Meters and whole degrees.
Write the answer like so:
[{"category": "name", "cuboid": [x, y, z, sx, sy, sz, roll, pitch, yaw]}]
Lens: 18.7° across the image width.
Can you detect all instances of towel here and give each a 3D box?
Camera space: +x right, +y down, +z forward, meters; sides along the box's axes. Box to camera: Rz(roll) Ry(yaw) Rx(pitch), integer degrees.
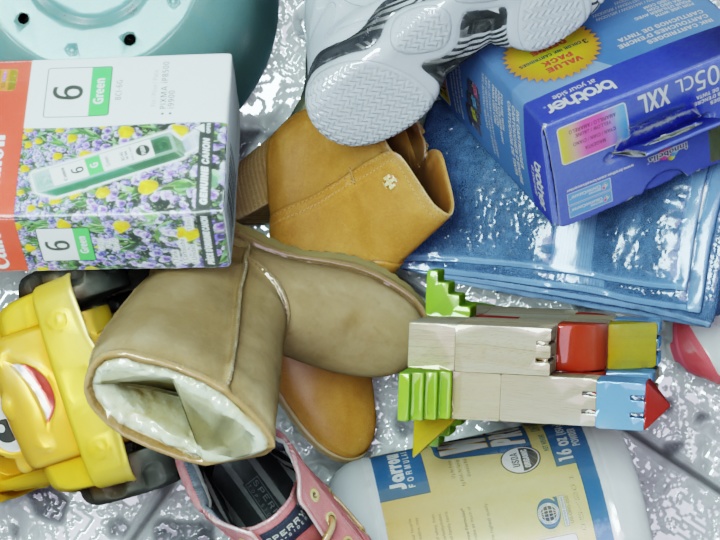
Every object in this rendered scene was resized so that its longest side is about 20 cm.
[{"category": "towel", "cuboid": [0.121, -0.037, 1.275, 0.200, 0.049, 0.112, 10, 86, 23]}]

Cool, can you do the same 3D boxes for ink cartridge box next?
[{"category": "ink cartridge box", "cuboid": [0.135, -0.108, 1.233, 0.136, 0.200, 0.076, -23, 132, -12]}, {"category": "ink cartridge box", "cuboid": [-0.166, -0.056, 1.147, 0.200, 0.050, 0.109, -1, 54, 2]}]

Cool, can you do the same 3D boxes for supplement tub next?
[{"category": "supplement tub", "cuboid": [0.062, 0.169, 1.253, 0.200, 0.145, 0.145, -11, 88, -2]}]

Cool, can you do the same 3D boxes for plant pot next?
[{"category": "plant pot", "cuboid": [-0.148, -0.165, 1.253, 0.200, 0.161, 0.201, 0, 88, -1]}]

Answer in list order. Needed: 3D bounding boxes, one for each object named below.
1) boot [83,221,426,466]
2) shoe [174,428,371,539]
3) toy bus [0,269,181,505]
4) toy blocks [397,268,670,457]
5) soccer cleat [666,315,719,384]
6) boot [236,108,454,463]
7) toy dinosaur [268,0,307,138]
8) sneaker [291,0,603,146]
[{"category": "boot", "cuboid": [-0.048, 0.047, 1.147, 0.175, 0.200, 0.066, 18, 112, -5]}, {"category": "shoe", "cuboid": [-0.026, 0.155, 1.142, 0.071, 0.091, 0.200, -40, 62, -2]}, {"category": "toy bus", "cuboid": [-0.193, 0.074, 1.230, 0.192, 0.200, 0.136, -16, 89, 7]}, {"category": "toy blocks", "cuboid": [0.106, 0.052, 1.205, 0.137, 0.200, 0.100, 3, 93, 11]}, {"category": "soccer cleat", "cuboid": [0.219, -0.032, 1.292, 0.067, 0.076, 0.200, -1, 92, -38]}, {"category": "boot", "cuboid": [0.000, -0.001, 1.263, 0.144, 0.071, 0.201, -26, 81, 38]}, {"category": "toy dinosaur", "cuboid": [-0.006, -0.160, 1.307, 0.088, 0.047, 0.200, 9, 89, 35]}, {"category": "sneaker", "cuboid": [0.047, -0.160, 1.199, 0.200, 0.115, 0.075, -33, 132, 11]}]
